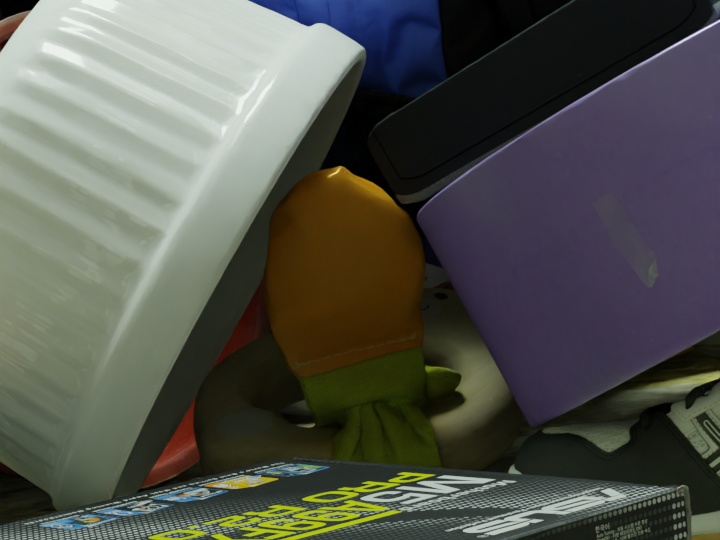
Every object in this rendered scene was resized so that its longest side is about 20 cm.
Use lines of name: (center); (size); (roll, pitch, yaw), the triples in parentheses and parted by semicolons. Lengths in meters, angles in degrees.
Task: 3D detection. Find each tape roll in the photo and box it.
tape roll: (0.125, -0.030, 0.831); (0.200, 0.085, 0.200); (-29, -4, -2)

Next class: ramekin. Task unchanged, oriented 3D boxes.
ramekin: (-0.090, -0.017, 0.882); (0.105, 0.200, 0.200); (28, 6, 1)

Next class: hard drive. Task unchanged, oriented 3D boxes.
hard drive: (0.104, -0.093, 0.880); (0.139, 0.033, 0.200); (-31, 1, 35)

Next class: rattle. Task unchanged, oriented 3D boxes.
rattle: (0.000, 0.000, 0.941); (0.130, 0.143, 0.200); (-14, 20, 26)

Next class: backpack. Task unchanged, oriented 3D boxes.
backpack: (0.008, -0.124, 0.994); (0.167, 0.200, 0.163); (12, 46, 17)

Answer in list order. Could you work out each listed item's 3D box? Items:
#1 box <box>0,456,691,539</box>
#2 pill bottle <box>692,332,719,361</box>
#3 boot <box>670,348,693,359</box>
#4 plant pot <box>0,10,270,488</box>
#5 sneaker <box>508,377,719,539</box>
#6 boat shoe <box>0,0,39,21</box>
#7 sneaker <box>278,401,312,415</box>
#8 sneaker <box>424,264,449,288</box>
box: (-0.034, 0.090, 0.643); (0.200, 0.044, 0.160); (-10, 6, -43)
pill bottle: (0.165, -0.018, 1.048); (0.114, 0.115, 0.200); (-3, -11, 25)
boot: (0.157, 0.011, 1.211); (0.144, 0.071, 0.201); (-12, -2, -1)
plant pot: (-0.176, 0.004, 1.067); (0.195, 0.201, 0.201); (-11, -1, 43)
sneaker: (0.141, 0.043, 0.772); (0.200, 0.088, 0.076); (-5, 6, 22)
boat shoe: (-0.134, -0.100, 1.087); (0.073, 0.200, 0.063); (-45, 40, -5)
sneaker: (-0.021, 0.024, 1.255); (0.114, 0.076, 0.200); (13, 14, -26)
sneaker: (0.059, -0.015, 1.104); (0.075, 0.200, 0.100); (38, -2, -14)
